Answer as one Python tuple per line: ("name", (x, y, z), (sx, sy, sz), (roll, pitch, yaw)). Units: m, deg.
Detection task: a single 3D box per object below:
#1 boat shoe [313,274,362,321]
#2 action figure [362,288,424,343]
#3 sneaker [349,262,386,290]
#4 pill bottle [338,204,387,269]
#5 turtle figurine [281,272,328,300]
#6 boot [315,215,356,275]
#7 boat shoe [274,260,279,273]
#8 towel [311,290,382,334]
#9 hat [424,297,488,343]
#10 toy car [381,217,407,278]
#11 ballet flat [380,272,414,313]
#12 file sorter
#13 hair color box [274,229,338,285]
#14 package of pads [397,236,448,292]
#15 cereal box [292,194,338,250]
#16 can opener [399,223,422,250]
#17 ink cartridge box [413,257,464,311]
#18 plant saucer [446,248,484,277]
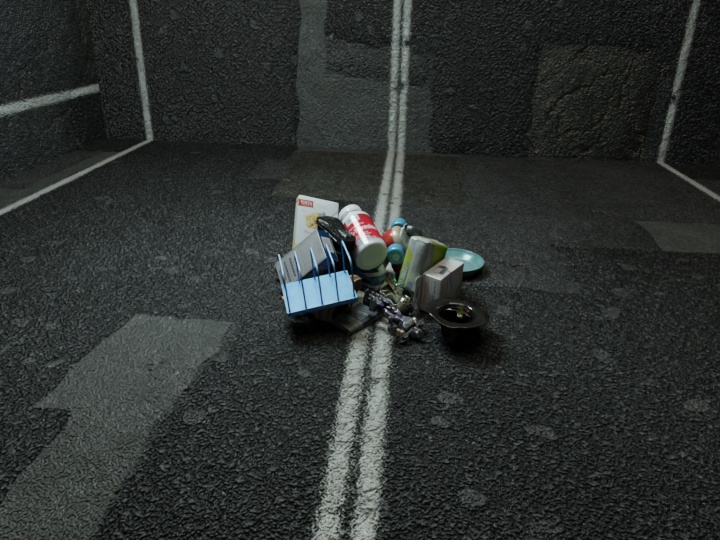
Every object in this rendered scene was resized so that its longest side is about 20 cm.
("boat shoe", (-0.050, 0.084, 1.606), (0.070, 0.078, 0.199), (22, 43, 29))
("action figure", (0.095, 0.124, 1.560), (0.197, 0.071, 0.128), (35, 32, 27))
("sneaker", (0.000, 0.000, 1.836), (0.194, 0.085, 0.074), (12, 27, 26))
("pill bottle", (0.001, -0.110, 1.787), (0.108, 0.115, 0.203), (-9, 47, -22))
("turtle figurine", (-0.150, 0.055, 1.664), (0.157, 0.067, 0.198), (-22, 10, -26))
("boot", (-0.090, -0.062, 1.767), (0.077, 0.163, 0.212), (-3, 31, -28))
("boat shoe", (-0.184, 0.003, 1.835), (0.192, 0.078, 0.062), (10, 12, -3))
("towel", (-0.038, 0.112, 1.662), (0.196, 0.036, 0.190), (23, 35, 35))
("hat", (0.254, 0.145, 1.539), (0.192, 0.084, 0.202), (8, 19, -3))
("toy car", (0.083, -0.039, 1.888), (0.195, 0.179, 0.187), (-20, 31, 22))
("ballet flat", (0.099, 0.068, 1.725), (0.073, 0.070, 0.201), (-24, 30, -6))
("file sorter", (-0.120, 0.015, 1.536), (0.192, 0.127, 0.140), (-12, 33, -9))
("hair color box", (-0.164, -0.024, 1.713), (0.060, 0.198, 0.103), (10, 51, -52))
("package of pads", (0.192, -0.019, 1.719), (0.066, 0.160, 0.198), (19, 8, 26))
("cereal box", (-0.145, -0.130, 1.832), (0.139, 0.208, 0.039), (9, -16, -21))
("can opener", (0.182, -0.070, 1.789), (0.065, 0.201, 0.054), (10, 61, 40))
("ink cartridge box", (0.232, 0.053, 1.687), (0.066, 0.121, 0.198), (19, 29, 30))
("plant saucer", (0.326, -0.023, 1.960), (0.192, 0.037, 0.201), (2, 24, -1))
